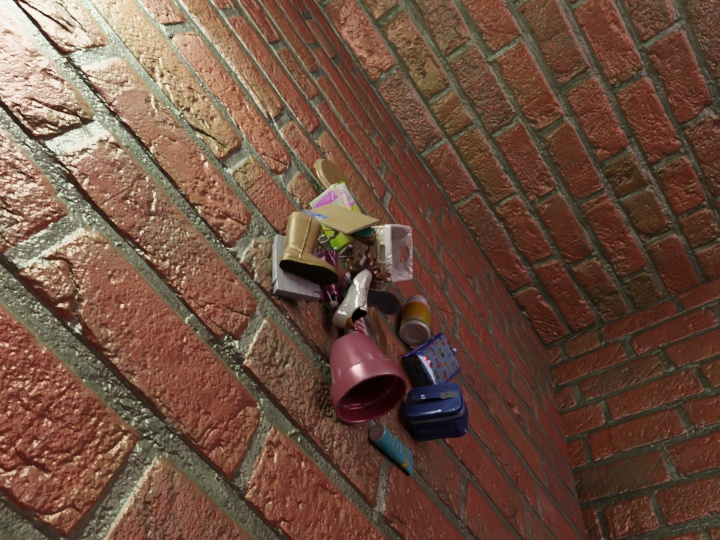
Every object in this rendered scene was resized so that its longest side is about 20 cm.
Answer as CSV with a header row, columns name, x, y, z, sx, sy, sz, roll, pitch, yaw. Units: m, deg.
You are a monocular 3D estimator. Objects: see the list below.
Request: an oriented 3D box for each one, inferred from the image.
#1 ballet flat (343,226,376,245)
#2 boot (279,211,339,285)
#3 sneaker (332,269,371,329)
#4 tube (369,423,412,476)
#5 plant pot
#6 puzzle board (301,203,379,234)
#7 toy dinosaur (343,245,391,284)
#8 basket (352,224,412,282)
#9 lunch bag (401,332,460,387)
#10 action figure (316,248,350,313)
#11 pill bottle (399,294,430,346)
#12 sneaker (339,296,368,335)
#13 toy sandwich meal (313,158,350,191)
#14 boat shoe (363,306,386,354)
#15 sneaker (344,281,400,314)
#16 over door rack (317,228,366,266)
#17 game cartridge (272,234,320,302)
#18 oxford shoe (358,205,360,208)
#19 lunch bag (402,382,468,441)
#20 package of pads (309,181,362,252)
name,x,y,z,sx,sy,sz,roll,pitch,yaw
ballet flat,-0.025,-0.130,1.619,0.200,0.068,0.072,29,-24,32
boot,-0.131,-0.067,1.431,0.175,0.066,0.200,21,43,-13
sneaker,0.001,0.090,1.498,0.200,0.084,0.073,-61,150,-25
tube,0.097,0.505,1.450,0.200,0.050,0.078,50,33,-34
plant pot,0.001,0.272,1.358,0.200,0.200,0.179,37,18,-42
puzzle board,-0.066,-0.156,1.549,0.151,0.200,0.017,-26,129,-46
toy dinosaur,0.000,0.000,1.635,0.086,0.200,0.136,47,40,-32
basket,0.078,-0.059,1.815,0.200,0.160,0.199,-4,93,-64
lunch bag,0.273,0.322,1.821,0.200,0.094,0.151,-27,87,-34
action figure,-0.103,0.039,1.538,0.149,0.134,0.201,132,-57,-75
pill bottle,0.209,0.181,1.932,0.111,0.111,0.200,51,26,-20
sneaker,-0.032,0.174,1.521,0.200,0.071,0.112,65,21,5
toy sandwich meal,-0.111,-0.326,1.926,0.205,0.070,0.206,39,33,-32
boat shoe,0.033,0.203,1.621,0.071,0.069,0.201,-56,136,-58
sneaker,0.024,0.089,1.659,0.200,0.121,0.084,22,88,-36
over door rack,-0.075,-0.094,1.613,0.148,0.067,0.200,44,-14,-31
game cartridge,-0.181,-0.007,1.416,0.129,0.038,0.200,10,47,-21
oxford shoe,-0.022,-0.198,1.923,0.200,0.073,0.071,-63,144,-57
lunch bag,0.231,0.435,1.607,0.136,0.199,0.133,-73,147,-61
package of pads,-0.068,-0.180,1.726,0.068,0.154,0.200,-28,89,-45
